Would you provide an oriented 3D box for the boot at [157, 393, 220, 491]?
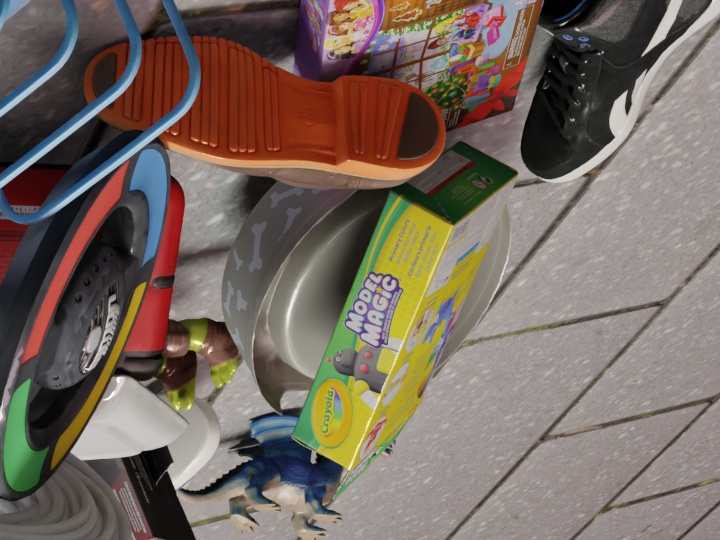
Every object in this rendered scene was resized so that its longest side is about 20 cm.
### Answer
[{"bbox_3d":[-0.161,0.148,1.663,0.200,0.073,0.090,-27,158,30],"label":"boot"}]

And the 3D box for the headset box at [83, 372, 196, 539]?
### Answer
[{"bbox_3d":[-0.213,0.156,1.518,0.200,0.149,0.077,-30,158,14],"label":"headset box"}]

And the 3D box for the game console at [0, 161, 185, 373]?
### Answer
[{"bbox_3d":[-0.217,0.005,1.283,0.199,0.119,0.173,1,111,-24],"label":"game console"}]

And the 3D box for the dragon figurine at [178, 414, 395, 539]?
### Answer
[{"bbox_3d":[-0.068,0.152,1.774,0.199,0.100,0.059,8,146,-22],"label":"dragon figurine"}]

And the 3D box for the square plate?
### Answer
[{"bbox_3d":[-0.217,0.094,1.372,0.199,0.029,0.198,-4,168,5],"label":"square plate"}]

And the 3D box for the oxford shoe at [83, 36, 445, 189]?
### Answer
[{"bbox_3d":[-0.058,-0.074,1.233,0.199,0.072,0.073,12,156,-18],"label":"oxford shoe"}]

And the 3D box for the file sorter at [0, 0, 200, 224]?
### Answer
[{"bbox_3d":[-0.185,-0.113,0.997,0.139,0.123,0.200,-35,155,21],"label":"file sorter"}]

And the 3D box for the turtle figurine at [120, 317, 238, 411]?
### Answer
[{"bbox_3d":[-0.168,0.045,1.429,0.161,0.065,0.200,17,134,-35],"label":"turtle figurine"}]

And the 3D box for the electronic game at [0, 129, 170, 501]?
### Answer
[{"bbox_3d":[-0.144,0.023,1.156,0.200,0.041,0.201,22,90,-82],"label":"electronic game"}]

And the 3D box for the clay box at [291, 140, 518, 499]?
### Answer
[{"bbox_3d":[0.022,0.031,1.349,0.115,0.048,0.200,-37,153,-61],"label":"clay box"}]

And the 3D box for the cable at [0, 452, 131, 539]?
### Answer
[{"bbox_3d":[-0.222,0.130,1.199,0.200,0.200,0.069,11,108,-38],"label":"cable"}]

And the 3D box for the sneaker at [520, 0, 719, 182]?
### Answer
[{"bbox_3d":[0.126,-0.133,1.352,0.112,0.073,0.200,0,139,-40],"label":"sneaker"}]

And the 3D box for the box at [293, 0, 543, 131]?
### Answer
[{"bbox_3d":[0.033,-0.135,1.278,0.136,0.039,0.200,-18,157,-13],"label":"box"}]

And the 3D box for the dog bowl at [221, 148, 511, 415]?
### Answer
[{"bbox_3d":[0.000,0.000,1.421,0.200,0.059,0.200,-26,139,-24],"label":"dog bowl"}]
